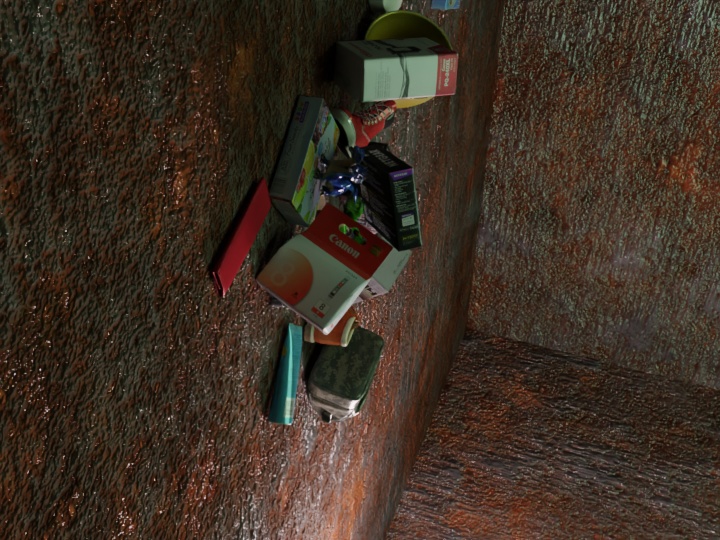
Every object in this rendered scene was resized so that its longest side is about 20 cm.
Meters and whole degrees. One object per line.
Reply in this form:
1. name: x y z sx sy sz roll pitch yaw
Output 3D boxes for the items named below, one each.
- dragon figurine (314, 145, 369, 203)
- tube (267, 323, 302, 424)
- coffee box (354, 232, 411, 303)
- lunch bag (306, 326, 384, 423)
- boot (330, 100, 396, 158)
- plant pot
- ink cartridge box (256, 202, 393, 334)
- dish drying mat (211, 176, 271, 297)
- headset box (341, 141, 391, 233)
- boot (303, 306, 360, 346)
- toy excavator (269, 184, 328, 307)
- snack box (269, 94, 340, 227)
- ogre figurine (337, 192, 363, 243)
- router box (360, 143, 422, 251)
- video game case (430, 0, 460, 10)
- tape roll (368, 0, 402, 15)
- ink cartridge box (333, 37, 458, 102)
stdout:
1. dragon figurine: -0.023 -0.163 1.592 0.200 0.099 0.059 75 32 -64
2. tube: -0.147 0.210 1.766 0.077 0.050 0.201 39 60 -78
3. coffee box: 0.000 0.000 1.813 0.200 0.080 0.113 -22 -151 53
4. lunch bag: -0.038 0.240 2.032 0.168 0.139 0.201 110 3 -56
5. boot: 0.008 -0.307 1.729 0.144 0.072 0.200 -42 168 -2
6. plant pot: 0.080 -0.426 1.845 0.142 0.199 0.201 141 -30 -67
7. ink cartridge box: -0.062 -0.011 1.548 0.200 0.162 0.050 -53 162 -7
8. dish drying mat: -0.194 -0.056 1.421 0.077 0.018 0.201 83 24 -54
9. headset box: 0.033 -0.179 1.995 0.200 0.075 0.149 58 47 -59
10. boot: -0.042 0.088 1.929 0.075 0.107 0.201 84 23 -47
11. toy excavator: -0.099 -0.048 1.653 0.195 0.099 0.201 -50 141 -62
12. snack box: -0.099 -0.195 1.580 0.142 0.053 0.201 57 47 -72
13. ogre figurine: -0.045 -0.076 1.784 0.120 0.098 0.201 -52 154 -68
14. router box: 0.050 -0.138 1.604 0.200 0.051 0.150 -131 -150 -63
15. video game case: 0.246 -0.811 2.351 0.181 0.045 0.201 -42 143 -63
16. tape roll: 0.062 -0.640 1.834 0.203 0.037 0.204 12 90 -75
17. ink cartridge box: 0.065 -0.387 1.666 0.145 0.199 0.084 -131 -141 -54
